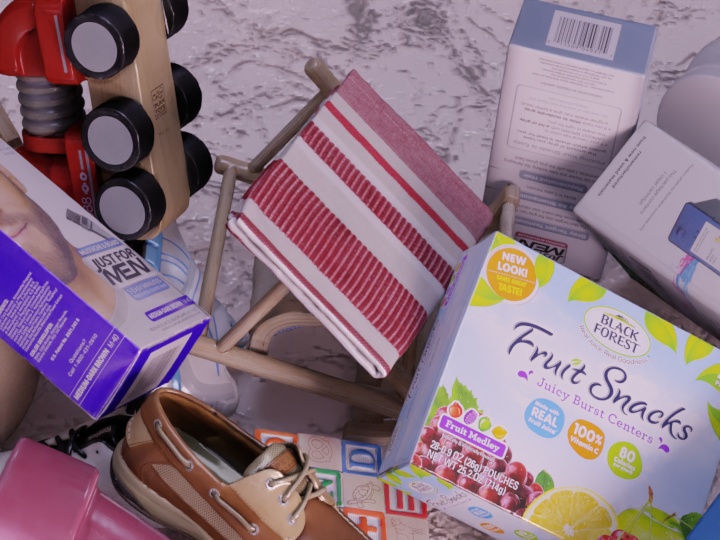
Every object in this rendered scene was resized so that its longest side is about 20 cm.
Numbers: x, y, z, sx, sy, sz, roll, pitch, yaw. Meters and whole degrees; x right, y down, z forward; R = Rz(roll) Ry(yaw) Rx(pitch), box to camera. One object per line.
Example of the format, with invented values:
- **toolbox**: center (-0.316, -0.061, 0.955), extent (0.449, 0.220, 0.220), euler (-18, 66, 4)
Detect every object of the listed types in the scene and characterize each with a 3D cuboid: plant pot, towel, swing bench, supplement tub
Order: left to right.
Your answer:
- **plant pot**: center (-0.156, 0.222, 1.338), extent (0.178, 0.201, 0.201), euler (24, 45, -5)
- **swing bench**: center (0.000, 0.000, 1.597), extent (0.199, 0.130, 0.200), euler (32, 39, -21)
- **towel**: center (0.002, -0.032, 1.506), extent (0.144, 0.023, 0.200), euler (45, 39, -7)
- **supplement tub**: center (0.336, -0.137, 1.782), extent (0.140, 0.141, 0.200), euler (36, 51, 26)

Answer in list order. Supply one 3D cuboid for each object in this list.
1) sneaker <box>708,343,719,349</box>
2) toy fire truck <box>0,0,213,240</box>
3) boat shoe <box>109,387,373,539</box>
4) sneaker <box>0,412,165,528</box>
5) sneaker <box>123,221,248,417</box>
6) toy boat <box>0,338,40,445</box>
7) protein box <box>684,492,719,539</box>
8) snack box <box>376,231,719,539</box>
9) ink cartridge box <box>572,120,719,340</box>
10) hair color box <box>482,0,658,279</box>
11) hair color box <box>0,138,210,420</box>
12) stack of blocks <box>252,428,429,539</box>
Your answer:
- **sneaker**: center (0.189, 0.101, 1.588), extent (0.198, 0.076, 0.088), euler (5, 59, 3)
- **toy fire truck**: center (-0.211, -0.122, 1.601), extent (0.198, 0.177, 0.129), euler (3, 25, 24)
- **boat shoe**: center (-0.060, 0.140, 1.382), extent (0.199, 0.074, 0.076), euler (29, 32, 11)
- **sneaker**: center (-0.186, 0.125, 1.485), extent (0.198, 0.080, 0.074), euler (-9, 48, -2)
- **sneaker**: center (-0.124, 0.033, 1.614), extent (0.086, 0.075, 0.201), euler (11, 43, -21)
- **toy boat**: center (-0.313, 0.061, 1.514), extent (0.199, 0.131, 0.131), euler (-16, 40, -23)
- **protein box**: center (0.282, 0.238, 1.401), extent (0.199, 0.136, 0.199), euler (28, 48, 20)
- **snack box**: center (0.132, 0.096, 1.486), extent (0.199, 0.068, 0.170), euler (28, 68, -14)
- **ink cartridge box**: center (0.265, 0.002, 1.612), extent (0.200, 0.145, 0.088), euler (39, 89, 31)
- **hair color box**: center (0.147, -0.093, 1.669), extent (0.098, 0.201, 0.061), euler (14, 45, 7)
- **hair color box**: center (-0.204, -0.001, 1.476), extent (0.200, 0.065, 0.109), euler (38, 21, 10)
- **stack of blocks**: center (-0.016, 0.199, 1.443), extent (0.114, 0.059, 0.201), euler (8, 44, -13)
